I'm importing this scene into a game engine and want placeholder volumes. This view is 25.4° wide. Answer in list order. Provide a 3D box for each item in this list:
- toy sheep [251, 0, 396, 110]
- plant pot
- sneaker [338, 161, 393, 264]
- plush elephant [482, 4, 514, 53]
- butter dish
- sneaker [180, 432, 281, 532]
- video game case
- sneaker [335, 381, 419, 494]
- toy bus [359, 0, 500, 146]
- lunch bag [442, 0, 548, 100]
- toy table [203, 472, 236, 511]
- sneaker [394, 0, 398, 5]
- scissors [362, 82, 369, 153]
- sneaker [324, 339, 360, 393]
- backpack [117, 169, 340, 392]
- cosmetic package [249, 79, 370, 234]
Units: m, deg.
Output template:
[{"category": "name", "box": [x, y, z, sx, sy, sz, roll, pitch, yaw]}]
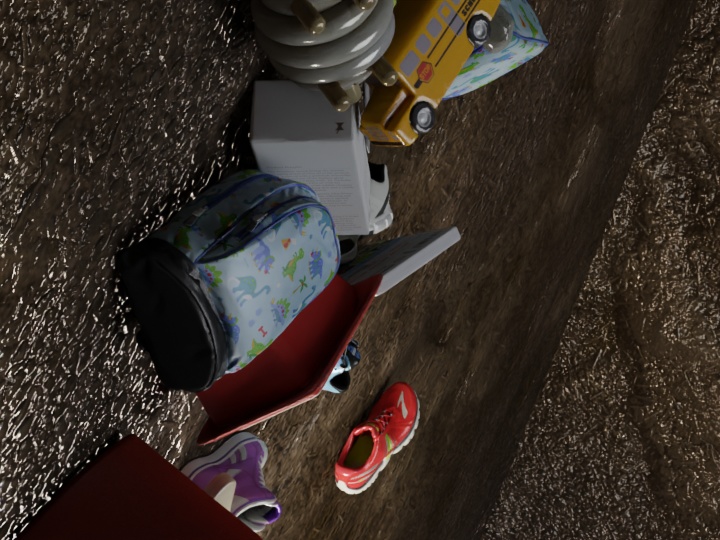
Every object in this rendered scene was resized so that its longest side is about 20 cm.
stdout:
[{"category": "toy sheep", "box": [-0.030, -0.220, 1.405, 0.138, 0.137, 0.201, -53, 148, -31]}, {"category": "plant pot", "box": [-0.238, 0.313, 1.538, 0.175, 0.199, 0.201, -20, 136, -49]}, {"category": "sneaker", "box": [-0.022, -0.067, 1.837, 0.200, 0.073, 0.081, -46, 143, -57]}, {"category": "plush elephant", "box": [0.120, -0.356, 1.689, 0.165, 0.199, 0.155, -57, -169, 26]}, {"category": "butter dish", "box": [-0.105, 0.053, 1.622, 0.199, 0.148, 0.201, -28, -158, 40]}, {"category": "sneaker", "box": [-0.134, 0.260, 1.886, 0.200, 0.113, 0.073, -27, 140, -66]}, {"category": "video game case", "box": [0.000, 0.000, 1.782, 0.143, 0.199, 0.018, -34, 105, -37]}, {"category": "sneaker", "box": [0.027, 0.250, 2.443, 0.201, 0.076, 0.085, -57, 157, -23]}, {"category": "toy bus", "box": [0.061, -0.215, 1.519, 0.078, 0.065, 0.201, 43, 71, -31]}, {"category": "lunch bag", "box": [0.119, -0.258, 1.835, 0.160, 0.083, 0.200, -29, 173, 21]}, {"category": "toy table", "box": [-0.196, 0.313, 1.703, 0.117, 0.184, 0.201, -16, 142, -45]}, {"category": "sneaker", "box": [0.049, -0.317, 1.583, 0.201, 0.080, 0.075, 77, 17, -59]}, {"category": "scissors", "box": [0.006, -0.223, 1.598, 0.073, 0.014, 0.202, -67, 153, -73]}, {"category": "sneaker", "box": [-0.034, 0.078, 1.954, 0.079, 0.089, 0.201, -52, 159, -33]}, {"category": "backpack", "box": [-0.112, -0.005, 1.490, 0.200, 0.152, 0.165, -55, 140, -47]}, {"category": "cosmetic package", "box": [-0.046, -0.109, 1.584, 0.200, 0.100, 0.072, 80, 10, -65]}]
